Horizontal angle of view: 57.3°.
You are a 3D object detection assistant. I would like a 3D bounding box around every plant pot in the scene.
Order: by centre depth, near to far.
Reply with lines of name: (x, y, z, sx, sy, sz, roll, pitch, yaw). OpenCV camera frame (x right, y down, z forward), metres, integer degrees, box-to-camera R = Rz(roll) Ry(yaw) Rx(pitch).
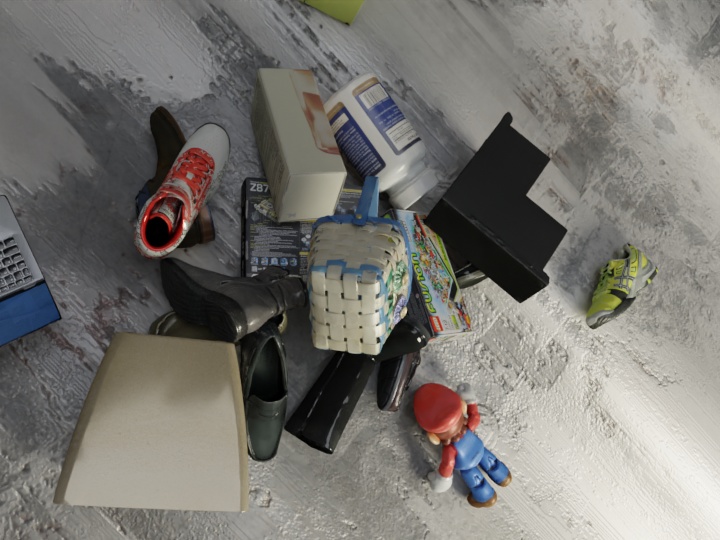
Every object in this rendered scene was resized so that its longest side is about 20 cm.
plant pot: (-0.228, 0.172, 0.781, 0.195, 0.200, 0.181, 8, 78, -14)

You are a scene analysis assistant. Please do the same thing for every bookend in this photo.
bookend: (0.236, -0.098, 1.016, 0.198, 0.092, 0.201, 38, 67, 1)

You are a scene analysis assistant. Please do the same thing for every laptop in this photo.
laptop: (-0.482, 0.017, 0.780, 0.185, 0.116, 0.203, -26, 88, -24)

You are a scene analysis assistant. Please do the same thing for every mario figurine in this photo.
mario figurine: (0.142, 0.254, 0.998, 0.202, 0.105, 0.124, 56, 30, -12)

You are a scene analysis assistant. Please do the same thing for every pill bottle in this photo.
pill bottle: (0.033, -0.194, 1.025, 0.110, 0.111, 0.202, -37, 92, -24)

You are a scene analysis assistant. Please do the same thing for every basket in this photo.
basket: (0.000, 0.000, 0.858, 0.136, 0.179, 0.202, 3, 39, 5)

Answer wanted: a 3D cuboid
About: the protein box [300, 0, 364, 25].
protein box: (-0.019, -0.549, 1.039, 0.133, 0.198, 0.204, 21, 71, -15)

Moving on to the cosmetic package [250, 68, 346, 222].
cosmetic package: (-0.093, -0.182, 0.946, 0.085, 0.104, 0.203, -5, 59, -22)

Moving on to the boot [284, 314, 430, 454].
boot: (-0.005, 0.155, 0.904, 0.066, 0.164, 0.201, 45, 64, -19)

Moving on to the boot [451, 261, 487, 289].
boot: (0.198, -0.071, 1.086, 0.201, 0.073, 0.156, -27, 84, -23)

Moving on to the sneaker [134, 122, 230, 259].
sneaker: (-0.222, -0.105, 0.844, 0.067, 0.108, 0.204, 32, 81, -16)

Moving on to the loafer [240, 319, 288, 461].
loafer: (-0.129, 0.166, 0.872, 0.067, 0.070, 0.205, -5, 107, -25)

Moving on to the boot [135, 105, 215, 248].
boot: (-0.278, -0.125, 0.912, 0.095, 0.074, 0.204, -20, 87, -26)

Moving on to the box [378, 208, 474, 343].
box: (0.099, 0.008, 0.999, 0.109, 0.034, 0.204, 0, 66, -48)

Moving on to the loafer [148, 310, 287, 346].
loafer: (-0.190, 0.073, 0.902, 0.196, 0.070, 0.077, -11, 82, -23)

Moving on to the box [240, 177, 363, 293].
box: (-0.079, -0.049, 0.984, 0.195, 0.049, 0.165, 1, 80, -20)

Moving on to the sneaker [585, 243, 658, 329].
sneaker: (0.442, 0.029, 1.157, 0.077, 0.075, 0.199, 49, 56, 4)

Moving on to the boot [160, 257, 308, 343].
boot: (-0.170, 0.024, 0.878, 0.198, 0.071, 0.130, 30, 39, 35)

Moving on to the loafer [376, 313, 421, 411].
loafer: (0.075, 0.117, 0.995, 0.062, 0.072, 0.204, 20, 69, -19)
